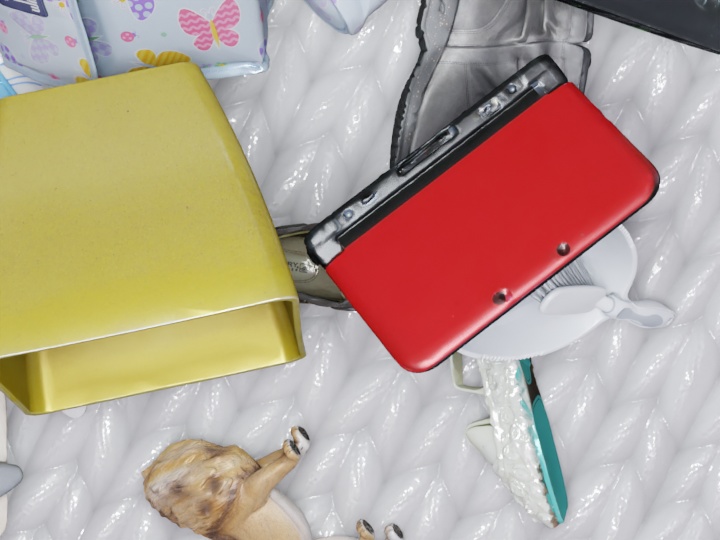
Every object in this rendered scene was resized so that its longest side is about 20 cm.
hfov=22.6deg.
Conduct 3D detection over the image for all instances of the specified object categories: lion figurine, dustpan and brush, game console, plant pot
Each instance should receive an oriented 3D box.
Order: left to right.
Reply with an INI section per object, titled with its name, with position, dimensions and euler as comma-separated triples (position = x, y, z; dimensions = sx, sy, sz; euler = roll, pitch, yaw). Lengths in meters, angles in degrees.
[plant pot]
position = -0.153, -0.024, 1.189
dimensions = 0.199, 0.200, 0.177
euler = -12, 76, -3
[lion figurine]
position = -0.061, 0.191, 1.337
dimensions = 0.122, 0.073, 0.200
euler = -39, 99, 14
[game console]
position = 0.074, -0.033, 1.176
dimensions = 0.200, 0.172, 0.119
euler = -37, 88, -3
[dustpan and brush]
position = 0.159, 0.016, 1.266
dimensions = 0.057, 0.200, 0.140
euler = 50, 115, 27

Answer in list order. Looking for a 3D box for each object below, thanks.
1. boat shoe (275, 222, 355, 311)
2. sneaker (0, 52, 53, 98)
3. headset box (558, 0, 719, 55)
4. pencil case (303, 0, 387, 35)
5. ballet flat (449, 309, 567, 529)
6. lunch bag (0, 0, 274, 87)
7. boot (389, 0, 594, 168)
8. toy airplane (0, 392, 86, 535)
[boat shoe]
position = 0.000, 0.000, 1.286
dimensions = 0.199, 0.065, 0.074
euler = -3, 92, 18
[sneaker]
position = -0.217, -0.129, 1.303
dimensions = 0.087, 0.075, 0.200
euler = -36, 102, -2
[headset box]
position = 0.211, -0.249, 1.218
dimensions = 0.199, 0.093, 0.175
euler = 13, 100, -27
[pencil case]
position = 0.031, -0.253, 1.247
dimensions = 0.200, 0.091, 0.083
euler = -43, 116, -2
[ballet flat]
position = 0.103, 0.092, 1.323
dimensions = 0.071, 0.072, 0.201
euler = -12, 91, 4
[lunch bag]
position = -0.166, -0.210, 1.187
dimensions = 0.199, 0.127, 0.170
euler = -3, 130, 5
[boot]
position = 0.096, -0.122, 1.289
dimensions = 0.131, 0.070, 0.201
euler = 12, 103, -5
[toy airplane]
position = -0.290, 0.073, 1.292
dimensions = 0.200, 0.141, 0.199
euler = 40, 97, -3
